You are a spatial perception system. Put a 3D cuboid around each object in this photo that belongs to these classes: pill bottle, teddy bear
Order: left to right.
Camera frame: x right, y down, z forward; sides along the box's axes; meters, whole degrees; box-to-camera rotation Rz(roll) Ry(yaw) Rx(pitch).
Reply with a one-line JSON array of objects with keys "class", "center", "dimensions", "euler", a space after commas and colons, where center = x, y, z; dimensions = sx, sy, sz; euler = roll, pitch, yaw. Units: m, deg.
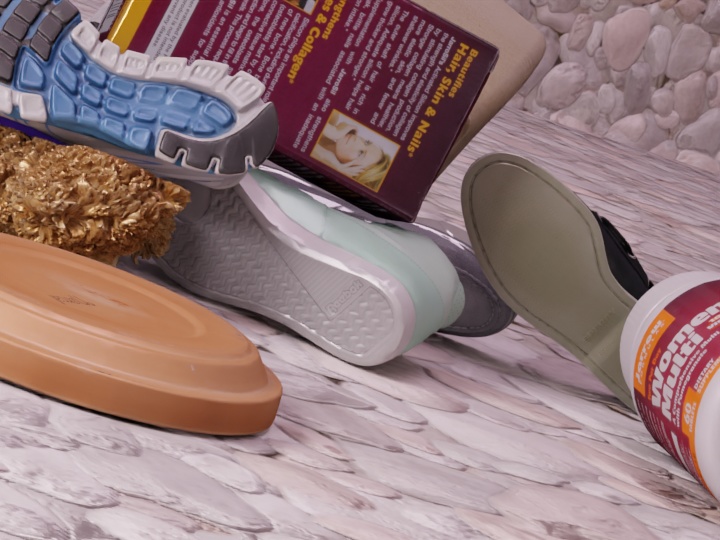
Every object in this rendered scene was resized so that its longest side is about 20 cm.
[{"class": "teddy bear", "center": [-0.170, -0.034, 1.382], "dimensions": [0.200, 0.067, 0.145], "euler": [18, -4, 38]}, {"class": "pill bottle", "center": [0.208, 0.064, 1.430], "dimensions": [0.109, 0.110, 0.200], "euler": [18, 8, -13]}]

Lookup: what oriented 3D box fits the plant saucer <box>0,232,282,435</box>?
[{"class": "plant saucer", "center": [-0.128, 0.021, 1.177], "dimensions": [0.200, 0.032, 0.200], "euler": [19, 8, -3]}]

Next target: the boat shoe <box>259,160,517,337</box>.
[{"class": "boat shoe", "center": [0.000, -0.001, 1.564], "dimensions": [0.200, 0.070, 0.072], "euler": [24, 31, -8]}]

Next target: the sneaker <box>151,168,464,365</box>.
[{"class": "sneaker", "center": [-0.036, -0.014, 1.472], "dimensions": [0.200, 0.074, 0.118], "euler": [33, 19, 19]}]

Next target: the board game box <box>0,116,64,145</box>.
[{"class": "board game box", "center": [-0.205, -0.078, 1.606], "dimensions": [0.199, 0.045, 0.134], "euler": [15, 10, -33]}]

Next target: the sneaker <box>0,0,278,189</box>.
[{"class": "sneaker", "center": [-0.144, -0.088, 1.387], "dimensions": [0.199, 0.075, 0.087], "euler": [25, -19, -2]}]

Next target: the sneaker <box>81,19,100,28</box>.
[{"class": "sneaker", "center": [-0.170, -0.116, 1.513], "dimensions": [0.114, 0.077, 0.199], "euler": [19, 0, 43]}]

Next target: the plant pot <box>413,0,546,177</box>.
[{"class": "plant pot", "center": [-0.017, -0.115, 1.692], "dimensions": [0.200, 0.200, 0.177], "euler": [39, 17, -9]}]

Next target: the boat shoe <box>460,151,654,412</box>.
[{"class": "boat shoe", "center": [0.128, 0.001, 1.576], "dimensions": [0.199, 0.075, 0.066], "euler": [42, 11, -17]}]

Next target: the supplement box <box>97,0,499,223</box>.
[{"class": "supplement box", "center": [-0.040, -0.120, 1.473], "dimensions": [0.200, 0.111, 0.086], "euler": [28, -4, -14]}]

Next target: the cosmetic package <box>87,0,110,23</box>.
[{"class": "cosmetic package", "center": [-0.114, -0.156, 1.634], "dimensions": [0.051, 0.083, 0.200], "euler": [51, -28, -15]}]
